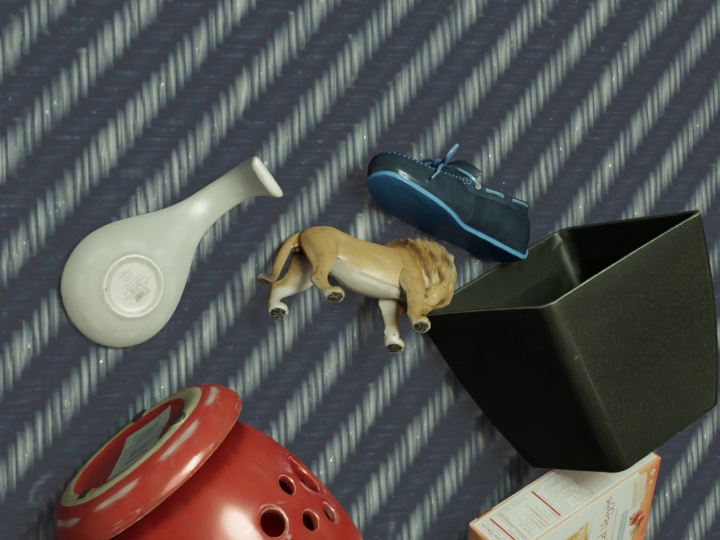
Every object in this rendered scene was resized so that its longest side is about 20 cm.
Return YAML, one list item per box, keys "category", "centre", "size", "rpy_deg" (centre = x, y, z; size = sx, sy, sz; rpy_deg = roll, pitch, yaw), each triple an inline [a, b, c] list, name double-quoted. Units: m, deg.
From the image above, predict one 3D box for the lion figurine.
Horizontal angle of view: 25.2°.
- category: "lion figurine"
  centre: [0.000, 0.000, 1.404]
  size: [0.199, 0.072, 0.123]
  rpy_deg: [23, 43, -24]

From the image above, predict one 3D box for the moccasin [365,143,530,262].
- category: "moccasin"
  centre: [0.079, -0.069, 1.466]
  size: [0.200, 0.080, 0.069]
  rpy_deg: [29, 68, -44]

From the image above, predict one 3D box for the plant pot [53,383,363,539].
- category: "plant pot"
  centre: [-0.127, 0.205, 1.251]
  size: [0.200, 0.200, 0.183]
  rpy_deg: [-45, 103, -25]

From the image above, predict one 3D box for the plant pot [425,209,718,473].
- category: "plant pot"
  centre: [0.209, 0.072, 1.456]
  size: [0.199, 0.200, 0.178]
  rpy_deg: [-29, 101, -30]

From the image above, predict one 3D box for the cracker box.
- category: "cracker box"
  centre: [0.185, 0.249, 1.494]
  size: [0.199, 0.058, 0.135]
  rpy_deg: [-27, 138, -30]

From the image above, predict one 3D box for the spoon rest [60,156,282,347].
- category: "spoon rest"
  centre: [-0.157, -0.018, 1.321]
  size: [0.200, 0.061, 0.100]
  rpy_deg: [-39, 108, -13]
